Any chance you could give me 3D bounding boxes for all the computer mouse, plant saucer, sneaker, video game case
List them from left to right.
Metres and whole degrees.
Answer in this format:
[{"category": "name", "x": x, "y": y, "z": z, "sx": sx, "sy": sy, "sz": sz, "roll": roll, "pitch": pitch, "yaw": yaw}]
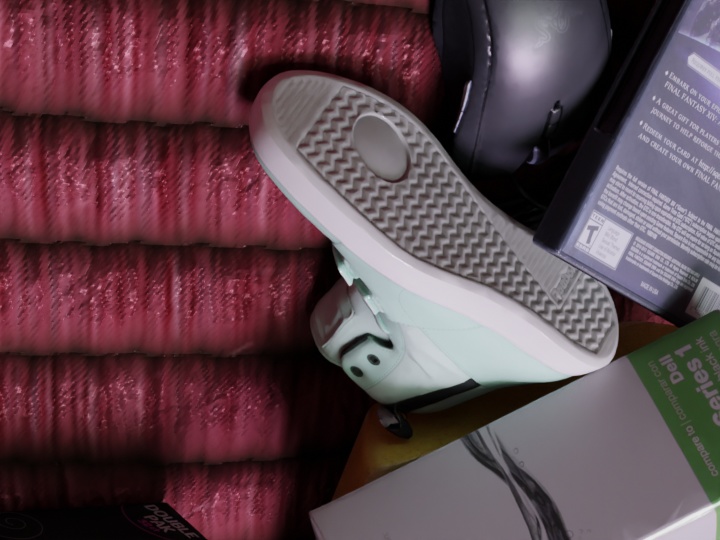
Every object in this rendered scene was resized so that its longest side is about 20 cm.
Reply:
[{"category": "sneaker", "x": 0.000, "y": 0.000, "z": 1.197, "sx": 0.118, "sy": 0.074, "sz": 0.200, "roll": -24, "pitch": 132, "yaw": 38}, {"category": "plant saucer", "x": 0.061, "y": 0.097, "z": 1.356, "sx": 0.200, "sy": 0.049, "sz": 0.200, "roll": -17, "pitch": 153, "yaw": -24}, {"category": "computer mouse", "x": 0.096, "y": -0.074, "z": 1.207, "sx": 0.140, "sy": 0.046, "sz": 0.200, "roll": -17, "pitch": 141, "yaw": -19}, {"category": "video game case", "x": 0.159, "y": -0.077, "z": 1.220, "sx": 0.143, "sy": 0.019, "sz": 0.200, "roll": 27, "pitch": 90, "yaw": -51}]

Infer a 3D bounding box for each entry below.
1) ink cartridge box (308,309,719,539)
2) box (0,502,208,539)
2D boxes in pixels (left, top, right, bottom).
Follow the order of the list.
[{"category": "ink cartridge box", "x": 0.085, "y": 0.117, "z": 1.260, "sx": 0.200, "sy": 0.084, "sz": 0.146, "roll": -25, "pitch": 157, "yaw": -6}, {"category": "box", "x": -0.138, "y": 0.187, "z": 1.216, "sx": 0.200, "sy": 0.148, "sz": 0.125, "roll": 1, "pitch": 115, "yaw": -39}]
